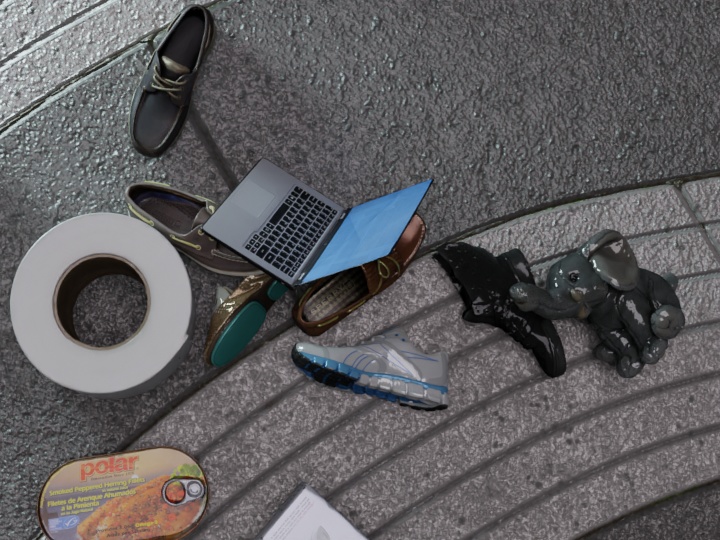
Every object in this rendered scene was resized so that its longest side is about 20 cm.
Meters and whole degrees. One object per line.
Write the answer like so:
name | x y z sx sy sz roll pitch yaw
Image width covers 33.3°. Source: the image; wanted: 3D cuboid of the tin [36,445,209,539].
tin | -0.276 0.268 1.410 0.198 0.042 0.113 -7 86 -7

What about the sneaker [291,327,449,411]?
sneaker | 0.015 0.107 1.455 0.198 0.075 0.087 15 70 -9

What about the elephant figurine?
elephant figurine | 0.285 0.022 1.450 0.199 0.155 0.142 37 99 -8

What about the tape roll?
tape roll | -0.291 0.045 1.390 0.201 0.139 0.205 1 82 -7

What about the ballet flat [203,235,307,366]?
ballet flat | -0.133 0.026 1.456 0.065 0.071 0.200 35 76 27

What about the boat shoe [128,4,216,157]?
boat shoe | -0.235 -0.238 1.470 0.074 0.073 0.202 17 80 -3

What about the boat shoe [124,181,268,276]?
boat shoe | -0.190 -0.052 1.428 0.199 0.060 0.072 22 69 15

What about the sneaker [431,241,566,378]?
sneaker | 0.171 0.050 1.480 0.103 0.060 0.201 -19 79 -9

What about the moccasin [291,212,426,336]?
moccasin | -0.001 -0.001 1.457 0.201 0.078 0.074 -35 87 -10

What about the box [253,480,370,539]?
box | -0.065 0.377 1.386 0.176 0.097 0.200 41 80 2

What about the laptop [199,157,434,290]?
laptop | -0.047 -0.076 1.398 0.199 0.116 0.188 32 36 0
